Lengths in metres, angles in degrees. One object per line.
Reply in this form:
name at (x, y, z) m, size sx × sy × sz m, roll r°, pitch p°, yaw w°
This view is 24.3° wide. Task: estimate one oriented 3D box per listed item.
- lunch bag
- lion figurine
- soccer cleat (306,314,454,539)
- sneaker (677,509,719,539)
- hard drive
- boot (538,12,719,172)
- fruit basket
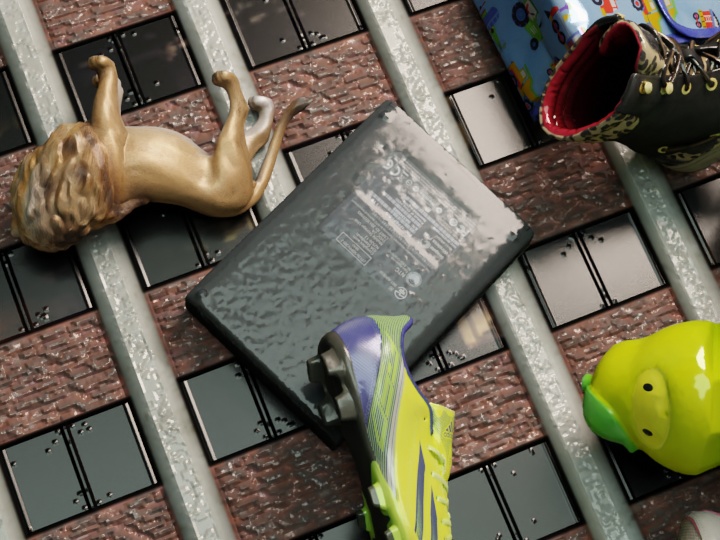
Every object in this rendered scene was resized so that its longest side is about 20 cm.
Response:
lunch bag at (0.186, -0.210, 1.186) m, size 0.198 × 0.094 × 0.152 m, roll -16°, pitch 72°, yaw -27°
lion figurine at (-0.130, -0.069, 1.104) m, size 0.197 × 0.072 × 0.124 m, roll 3°, pitch 78°, yaw -9°
soccer cleat at (0.033, 0.124, 1.039) m, size 0.083 × 0.065 × 0.202 m, roll -19°, pitch 90°, yaw -22°
sneaker at (0.172, 0.234, 1.022) m, size 0.087 × 0.081 × 0.202 m, roll 25°, pitch 70°, yaw 2°
hard drive at (0.000, 0.000, 1.111) m, size 0.139 × 0.033 × 0.200 m, roll 42°, pitch 72°, yaw 9°
boot at (0.221, -0.134, 1.070) m, size 0.149 × 0.200 × 0.074 m, roll 4°, pitch 62°, yaw -40°
fruit basket at (0.244, 0.078, 1.023) m, size 0.213 × 0.156 × 0.219 m, roll -2°, pitch 103°, yaw -10°
